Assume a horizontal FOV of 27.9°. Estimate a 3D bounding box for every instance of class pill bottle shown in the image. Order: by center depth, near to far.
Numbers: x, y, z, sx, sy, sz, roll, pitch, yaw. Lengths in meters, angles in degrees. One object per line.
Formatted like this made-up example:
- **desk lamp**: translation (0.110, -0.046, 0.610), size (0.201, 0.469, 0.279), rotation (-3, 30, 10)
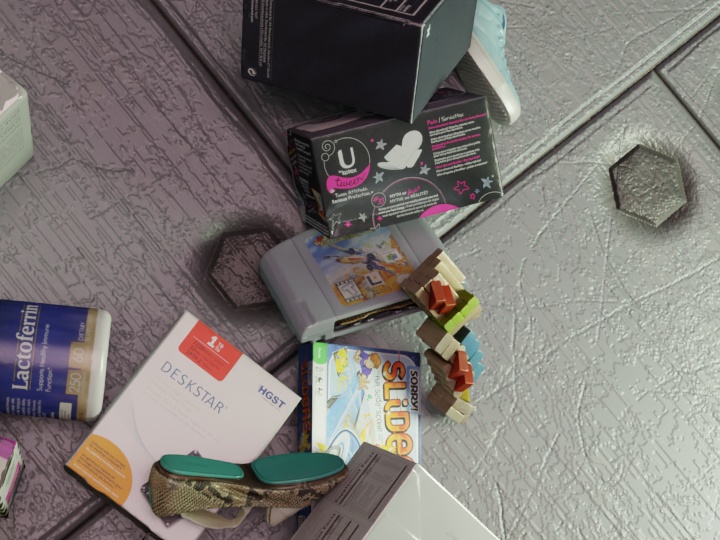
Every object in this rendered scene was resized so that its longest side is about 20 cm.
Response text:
- **pill bottle**: translation (-0.356, 0.087, 1.461), size (0.200, 0.116, 0.116), rotation (6, 76, -10)

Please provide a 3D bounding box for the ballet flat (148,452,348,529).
- **ballet flat**: translation (-0.113, 0.220, 1.438), size (0.200, 0.068, 0.075), rotation (1, 110, -19)

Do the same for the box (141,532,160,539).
- **box**: translation (-0.177, 0.380, 1.450), size (0.200, 0.079, 0.141), rotation (38, 70, -1)

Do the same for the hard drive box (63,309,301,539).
- **hard drive box**: translation (-0.184, 0.169, 1.497), size (0.156, 0.077, 0.200), rotation (36, 73, -2)

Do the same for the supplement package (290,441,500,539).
- **supplement package**: translation (0.046, 0.299, 1.455), size (0.200, 0.111, 0.156), rotation (45, 74, -25)

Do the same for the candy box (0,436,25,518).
- **candy box**: translation (-0.397, 0.184, 1.386), size (0.136, 0.200, 0.061), rotation (18, 74, -5)

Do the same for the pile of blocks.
- **pile of blocks**: translation (0.105, 0.078, 1.529), size (0.082, 0.062, 0.200), rotation (-23, 118, -17)

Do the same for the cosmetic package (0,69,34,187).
- **cosmetic package**: translation (-0.444, -0.144, 1.451), size (0.165, 0.200, 0.165), rotation (42, 74, 1)

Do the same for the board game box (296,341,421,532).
- **board game box**: translation (0.000, 0.181, 1.532), size (0.135, 0.034, 0.200), rotation (7, 75, -29)

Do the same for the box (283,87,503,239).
- **box**: translation (0.033, -0.121, 1.564), size (0.200, 0.132, 0.115), rotation (-14, 105, -14)

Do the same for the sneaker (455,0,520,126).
- **sneaker**: translation (0.143, -0.265, 1.661), size (0.082, 0.074, 0.200), rotation (-28, 85, -13)

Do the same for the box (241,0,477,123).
- **box**: translation (0.003, -0.269, 1.537), size (0.198, 0.123, 0.200), rotation (16, 38, 16)

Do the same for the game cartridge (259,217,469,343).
- **game cartridge**: translation (0.000, 0.000, 1.560), size (0.200, 0.042, 0.133), rotation (-16, 55, -21)
